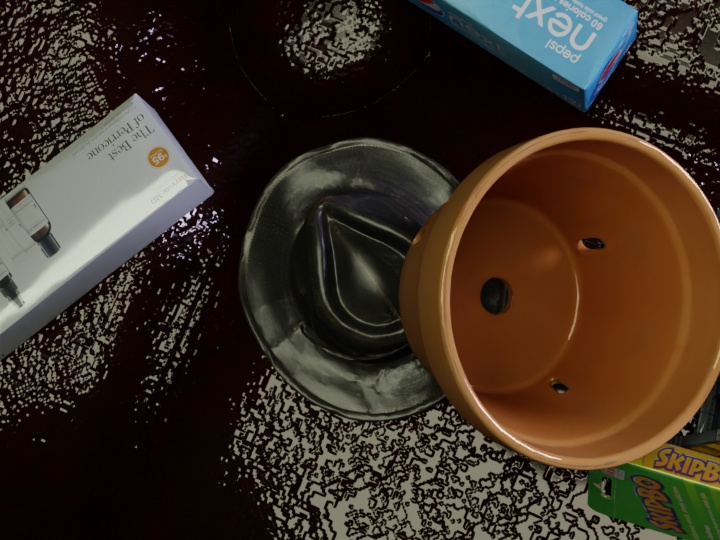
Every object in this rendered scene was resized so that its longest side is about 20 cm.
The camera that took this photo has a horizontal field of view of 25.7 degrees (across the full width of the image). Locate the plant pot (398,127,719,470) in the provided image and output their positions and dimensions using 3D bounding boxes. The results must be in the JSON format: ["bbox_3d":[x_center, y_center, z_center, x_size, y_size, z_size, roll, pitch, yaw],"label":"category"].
[{"bbox_3d":[0.111,0.017,0.988,0.199,0.140,0.202,0,89,-22],"label":"plant pot"}]

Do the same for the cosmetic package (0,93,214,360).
[{"bbox_3d":[-0.210,-0.030,1.125,0.200,0.051,0.083,-38,78,1],"label":"cosmetic package"}]

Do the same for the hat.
[{"bbox_3d":[0.000,0.000,1.072,0.199,0.081,0.202,-2,81,10],"label":"hat"}]

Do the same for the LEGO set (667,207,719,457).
[{"bbox_3d":[0.278,0.059,1.023,0.153,0.116,0.202,9,77,-15],"label":"LEGO set"}]

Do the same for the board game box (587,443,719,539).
[{"bbox_3d":[0.242,0.153,0.997,0.199,0.096,0.030,13,62,14],"label":"board game box"}]

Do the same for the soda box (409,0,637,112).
[{"bbox_3d":[0.092,-0.196,1.099,0.199,0.064,0.068,35,88,12],"label":"soda box"}]
